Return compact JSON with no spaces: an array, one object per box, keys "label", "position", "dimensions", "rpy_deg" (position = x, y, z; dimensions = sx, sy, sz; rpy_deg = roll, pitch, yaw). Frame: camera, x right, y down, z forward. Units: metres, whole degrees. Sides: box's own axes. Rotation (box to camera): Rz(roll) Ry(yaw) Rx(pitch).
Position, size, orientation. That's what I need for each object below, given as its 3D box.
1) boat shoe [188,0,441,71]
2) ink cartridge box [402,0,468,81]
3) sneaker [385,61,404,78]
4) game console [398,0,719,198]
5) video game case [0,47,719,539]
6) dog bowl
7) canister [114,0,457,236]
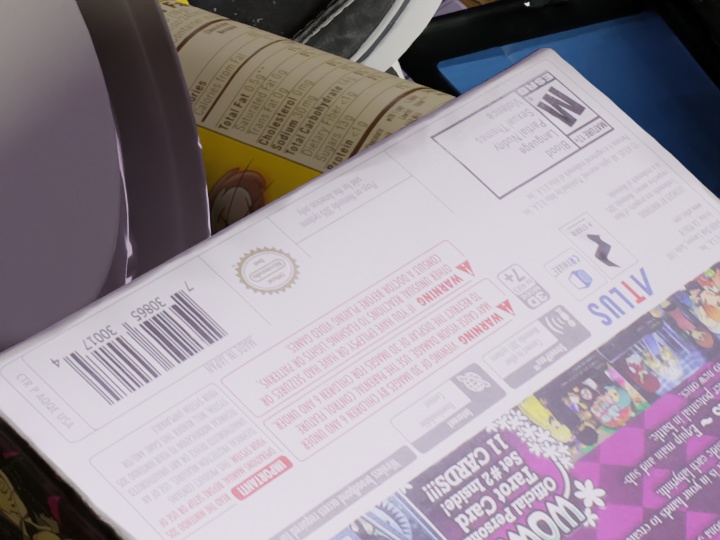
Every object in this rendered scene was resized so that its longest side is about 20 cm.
[{"label":"boat shoe","position":[-0.059,-0.074,0.852],"dimensions":[0.068,0.200,0.072],"rpy_deg":[-8,74,-63]},{"label":"ink cartridge box","position":[0.028,-0.065,1.178],"dimensions":[0.200,0.083,0.147],"rpy_deg":[48,-2,41]},{"label":"sneaker","position":[-0.022,-0.043,0.983],"dimensions":[0.200,0.080,0.115],"rpy_deg":[100,-20,-61]},{"label":"game console","position":[0.133,-0.025,1.001],"dimensions":[0.200,0.116,0.176],"rpy_deg":[40,13,-50]},{"label":"video game case","position":[0.039,0.053,0.558],"dimensions":[0.181,0.036,0.200],"rpy_deg":[44,45,14]},{"label":"dog bowl","position":[-0.114,-0.042,0.616],"dimensions":[0.200,0.059,0.200],"rpy_deg":[44,35,-42]},{"label":"canister","position":[0.000,0.000,0.747],"dimensions":[0.200,0.087,0.149],"rpy_deg":[21,-22,28]}]
